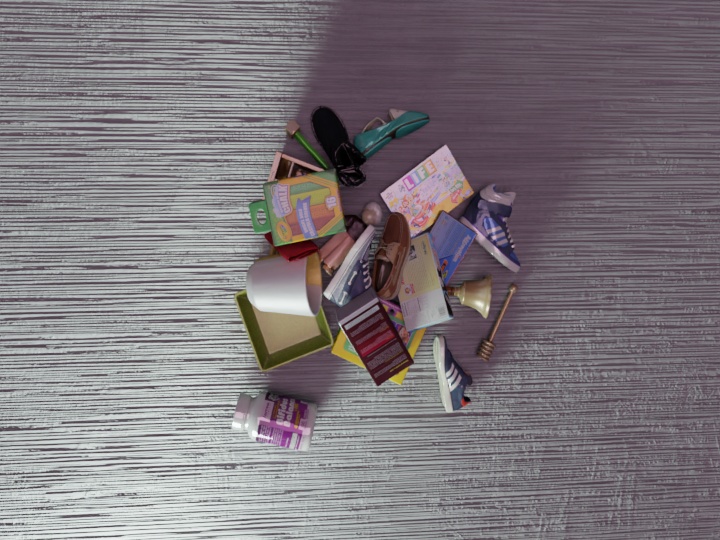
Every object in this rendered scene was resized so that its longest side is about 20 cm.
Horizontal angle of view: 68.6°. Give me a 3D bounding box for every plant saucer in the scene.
[{"bbox_3d":[-0.184,0.115,1.288,0.193,0.048,0.207,-20,99,-2],"label":"plant saucer"}]

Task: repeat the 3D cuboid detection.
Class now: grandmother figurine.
[{"bbox_3d":[-0.021,-0.081,1.270,0.121,0.061,0.200,43,95,-17],"label":"grandmother figurine"}]

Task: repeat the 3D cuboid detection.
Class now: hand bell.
[{"bbox_3d":[0.220,0.051,1.304,0.191,0.104,0.109,7,98,9],"label":"hand bell"}]

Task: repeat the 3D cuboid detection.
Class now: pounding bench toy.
[{"bbox_3d":[-0.123,-0.219,1.208,0.150,0.124,0.207,17,96,-6],"label":"pounding bench toy"}]

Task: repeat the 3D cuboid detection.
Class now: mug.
[{"bbox_3d":[-0.170,0.021,1.196,0.147,0.188,0.155,-4,111,10],"label":"mug"}]

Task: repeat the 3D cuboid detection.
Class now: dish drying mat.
[{"bbox_3d":[-0.156,-0.063,1.172,0.075,0.199,0.019,-25,116,-16],"label":"dish drying mat"}]

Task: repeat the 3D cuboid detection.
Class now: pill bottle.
[{"bbox_3d":[-0.209,0.362,1.287,0.192,0.112,0.117,14,97,-7],"label":"pill bottle"}]

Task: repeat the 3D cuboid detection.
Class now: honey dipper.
[{"bbox_3d":[0.348,0.129,1.337,0.037,0.038,0.207,22,93,-7],"label":"honey dipper"}]

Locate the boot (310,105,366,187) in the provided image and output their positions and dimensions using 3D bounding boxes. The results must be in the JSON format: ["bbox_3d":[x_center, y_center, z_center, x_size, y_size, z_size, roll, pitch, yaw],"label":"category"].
[{"bbox_3d":[-0.048,-0.282,1.183,0.074,0.168,0.206,-25,99,-2],"label":"boot"}]

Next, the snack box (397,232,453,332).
[{"bbox_3d":[0.139,0.028,1.246,0.113,0.037,0.208,-20,74,27],"label":"snack box"}]

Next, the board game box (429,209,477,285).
[{"bbox_3d":[0.187,-0.028,1.268,0.102,0.019,0.204,34,104,17],"label":"board game box"}]

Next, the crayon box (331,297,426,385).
[{"bbox_3d":[0.047,0.158,1.306,0.194,0.058,0.178,25,96,-7],"label":"crayon box"}]

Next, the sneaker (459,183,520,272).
[{"bbox_3d":[0.348,-0.112,1.279,0.199,0.081,0.148,41,98,-3],"label":"sneaker"}]

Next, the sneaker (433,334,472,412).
[{"bbox_3d":[0.235,0.252,1.327,0.081,0.075,0.208,-12,108,-1],"label":"sneaker"}]

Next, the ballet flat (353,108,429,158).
[{"bbox_3d":[0.068,-0.337,1.239,0.195,0.067,0.072,-29,85,-2],"label":"ballet flat"}]

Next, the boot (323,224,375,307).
[{"bbox_3d":[0.000,0.000,1.226,0.089,0.073,0.203,34,108,1],"label":"boot"}]

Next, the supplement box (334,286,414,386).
[{"bbox_3d":[0.034,0.155,1.220,0.106,0.061,0.204,-29,114,1],"label":"supplement box"}]

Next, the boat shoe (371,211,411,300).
[{"bbox_3d":[0.069,-0.035,1.232,0.073,0.071,0.209,5,88,35],"label":"boat shoe"}]

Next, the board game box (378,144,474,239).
[{"bbox_3d":[0.159,-0.186,1.279,0.197,0.034,0.137,-36,98,1],"label":"board game box"}]

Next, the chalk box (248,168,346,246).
[{"bbox_3d":[-0.134,-0.128,1.094,0.192,0.124,0.130,-13,99,-3],"label":"chalk box"}]
